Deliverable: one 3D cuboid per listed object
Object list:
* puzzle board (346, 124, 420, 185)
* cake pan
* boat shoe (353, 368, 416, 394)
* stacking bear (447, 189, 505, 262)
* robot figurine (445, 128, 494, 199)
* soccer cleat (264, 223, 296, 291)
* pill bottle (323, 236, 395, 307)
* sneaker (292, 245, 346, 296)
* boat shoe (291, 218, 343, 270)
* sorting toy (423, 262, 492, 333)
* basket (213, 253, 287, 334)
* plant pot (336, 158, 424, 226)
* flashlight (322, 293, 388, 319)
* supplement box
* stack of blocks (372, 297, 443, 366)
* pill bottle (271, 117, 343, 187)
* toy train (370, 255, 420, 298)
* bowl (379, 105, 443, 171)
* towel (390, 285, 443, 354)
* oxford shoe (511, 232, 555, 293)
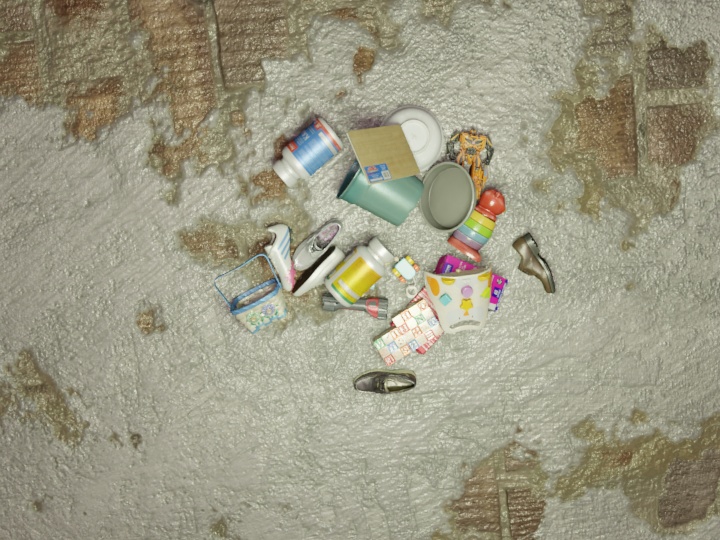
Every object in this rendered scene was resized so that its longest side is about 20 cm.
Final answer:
[{"bbox_3d":[0.064,-0.313,1.501,0.199,0.017,0.152,-20,85,-39],"label":"puzzle board"},{"bbox_3d":[0.254,-0.211,1.609,0.037,0.199,0.202,-3,100,-44],"label":"cake pan"},{"bbox_3d":[0.077,0.347,1.721,0.198,0.065,0.073,-3,99,0],"label":"boat shoe"},{"bbox_3d":[0.351,-0.142,1.626,0.113,0.121,0.201,31,102,2],"label":"stacking bear"},{"bbox_3d":[0.319,-0.316,1.643,0.143,0.058,0.202,7,98,-3],"label":"robot figurine"},{"bbox_3d":[-0.244,-0.037,1.657,0.086,0.070,0.202,-5,91,-29],"label":"soccer cleat"},{"bbox_3d":[0.000,0.000,1.605,0.200,0.113,0.113,-44,96,8],"label":"pill bottle"},{"bbox_3d":[-0.116,0.022,1.674,0.200,0.073,0.085,-41,115,14],"label":"sneaker"},{"bbox_3d":[-0.129,-0.073,1.661,0.199,0.069,0.072,-37,98,6],"label":"boat shoe"},{"bbox_3d":[0.291,0.087,1.571,0.198,0.107,0.182,-8,108,-5],"label":"sorting toy"},{"bbox_3d":[-0.309,0.068,1.643,0.175,0.139,0.201,-29,105,2],"label":"basket"},{"bbox_3d":[0.063,-0.239,1.592,0.195,0.200,0.201,32,96,-13],"label":"plant pot"},{"bbox_3d":[-0.015,0.108,1.693,0.198,0.068,0.068,4,106,3],"label":"flashlight"},{"bbox_3d":[0.319,0.039,1.661,0.198,0.103,0.102,22,86,-3],"label":"supplement box"},{"bbox_3d":[0.135,0.183,1.682,0.199,0.059,0.116,-33,93,2],"label":"stack of blocks"},{"bbox_3d":[-0.155,-0.336,1.607,0.200,0.112,0.112,-41,96,3],"label":"pill bottle"},{"bbox_3d":[0.079,0.012,1.687,0.198,0.056,0.152,9,98,1],"label":"toy train"},{"bbox_3d":[0.149,-0.384,1.617,0.199,0.090,0.203,0,97,-1],"label":"bowl"},{"bbox_3d":[0.205,0.144,1.719,0.145,0.022,0.200,43,93,-4],"label":"towel"},{"bbox_3d":[0.524,-0.010,1.688,0.084,0.073,0.201,-30,94,18],"label":"oxford shoe"}]
